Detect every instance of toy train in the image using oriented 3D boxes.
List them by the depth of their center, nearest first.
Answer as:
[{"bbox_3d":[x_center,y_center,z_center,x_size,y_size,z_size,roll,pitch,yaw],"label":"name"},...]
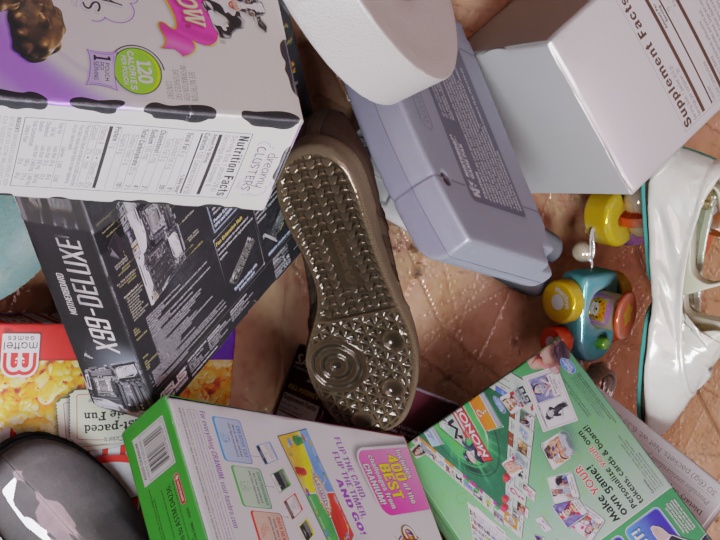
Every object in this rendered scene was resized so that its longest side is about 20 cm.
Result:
[{"bbox_3d":[0.209,0.000,1.019,0.150,0.055,0.201,43,69,-40],"label":"toy train"}]

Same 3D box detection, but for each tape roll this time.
[{"bbox_3d":[-0.010,-0.188,0.750,0.203,0.037,0.204,49,28,-38],"label":"tape roll"}]

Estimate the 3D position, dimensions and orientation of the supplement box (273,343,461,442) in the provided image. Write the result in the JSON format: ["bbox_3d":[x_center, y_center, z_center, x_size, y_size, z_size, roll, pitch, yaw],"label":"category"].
[{"bbox_3d":[-0.020,0.162,0.916,0.108,0.061,0.202,23,85,-32],"label":"supplement box"}]

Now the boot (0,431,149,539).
[{"bbox_3d":[-0.116,0.172,0.759,0.070,0.131,0.200,-48,118,-15],"label":"boot"}]

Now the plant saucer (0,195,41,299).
[{"bbox_3d":[-0.235,-0.064,0.720,0.198,0.039,0.204,-3,106,-11],"label":"plant saucer"}]

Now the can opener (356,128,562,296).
[{"bbox_3d":[0.065,-0.037,0.942,0.199,0.066,0.053,30,83,-37],"label":"can opener"}]

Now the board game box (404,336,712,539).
[{"bbox_3d":[0.130,0.159,0.876,0.134,0.029,0.201,-32,74,-13],"label":"board game box"}]

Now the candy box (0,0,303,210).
[{"bbox_3d":[-0.140,-0.120,0.667,0.197,0.072,0.169,2,55,-22],"label":"candy box"}]

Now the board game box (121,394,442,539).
[{"bbox_3d":[-0.026,0.155,0.770,0.040,0.154,0.199,-39,146,28],"label":"board game box"}]

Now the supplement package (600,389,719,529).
[{"bbox_3d":[0.135,0.202,0.950,0.121,0.120,0.200,37,72,15],"label":"supplement package"}]

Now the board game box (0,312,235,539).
[{"bbox_3d":[-0.156,0.127,0.833,0.150,0.046,0.203,1,97,-32],"label":"board game box"}]

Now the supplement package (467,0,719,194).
[{"bbox_3d":[0.184,-0.158,0.956,0.200,0.121,0.120,-42,111,-20],"label":"supplement package"}]

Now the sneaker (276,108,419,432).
[{"bbox_3d":[0.000,0.000,0.834,0.076,0.069,0.202,-72,157,-56],"label":"sneaker"}]

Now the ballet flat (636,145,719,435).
[{"bbox_3d":[0.221,0.018,0.947,0.069,0.069,0.203,-7,102,-31],"label":"ballet flat"}]

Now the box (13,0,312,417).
[{"bbox_3d":[-0.095,-0.043,0.779,0.200,0.049,0.159,-52,140,-40],"label":"box"}]

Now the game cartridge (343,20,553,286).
[{"bbox_3d":[0.045,-0.089,0.851,0.133,0.040,0.202,19,47,-56],"label":"game cartridge"}]
